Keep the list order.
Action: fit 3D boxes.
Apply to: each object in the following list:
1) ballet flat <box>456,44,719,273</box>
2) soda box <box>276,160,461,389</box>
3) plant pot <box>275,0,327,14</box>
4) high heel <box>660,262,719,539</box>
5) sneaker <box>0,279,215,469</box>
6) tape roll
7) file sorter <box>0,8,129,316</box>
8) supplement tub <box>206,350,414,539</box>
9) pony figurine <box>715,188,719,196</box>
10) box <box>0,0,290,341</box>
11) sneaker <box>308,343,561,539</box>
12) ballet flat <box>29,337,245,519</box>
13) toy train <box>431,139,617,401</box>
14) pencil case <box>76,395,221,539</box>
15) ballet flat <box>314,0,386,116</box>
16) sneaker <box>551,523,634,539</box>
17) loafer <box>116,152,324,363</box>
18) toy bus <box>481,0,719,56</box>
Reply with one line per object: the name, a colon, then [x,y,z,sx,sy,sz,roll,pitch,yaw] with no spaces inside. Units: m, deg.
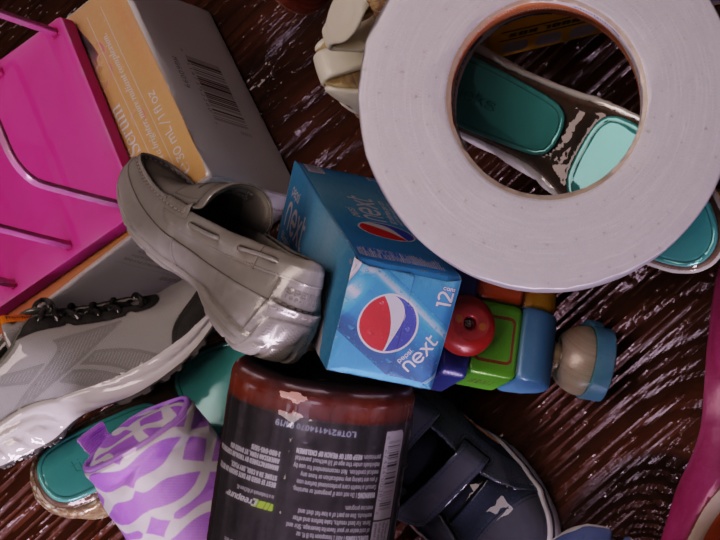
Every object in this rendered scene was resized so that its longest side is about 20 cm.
ballet flat: [0.120,-0.068,1.644,0.199,0.069,0.070,31,100,9]
soda box: [0.000,0.000,1.688,0.200,0.064,0.068,-120,43,-70]
plant pot: [0.031,-0.270,1.729,0.194,0.201,0.202,-13,76,21]
high heel: [0.199,0.081,1.646,0.096,0.067,0.201,36,96,40]
sneaker: [-0.166,0.045,1.783,0.199,0.074,0.080,-29,102,-6]
tape roll: [0.099,-0.089,1.575,0.199,0.066,0.202,0,89,4]
file sorter: [-0.257,-0.052,1.774,0.200,0.125,0.140,-33,67,23]
supplement tub: [-0.034,0.151,1.656,0.106,0.107,0.201,15,102,32]
pony figurine: [0.291,-0.071,1.566,0.199,0.166,0.194,27,111,25]
box: [-0.165,-0.057,1.856,0.200,0.106,0.153,-37,66,21]
sneaker: [0.029,0.103,1.721,0.200,0.079,0.079,46,105,20]
ballet flat: [-0.108,0.094,1.814,0.199,0.065,0.071,-22,73,-5]
toy train: [0.096,-0.026,1.698,0.085,0.115,0.201,144,135,-70]
pencil case: [-0.085,0.171,1.747,0.085,0.084,0.201,-11,110,59]
ballet flat: [0.007,-0.134,1.712,0.065,0.200,0.071,-11,66,-14]
sneaker: [0.165,0.225,1.576,0.199,0.115,0.081,29,123,10]
loafer: [-0.076,-0.020,1.677,0.200,0.070,0.070,43,112,46]
toy bus: [0.159,-0.179,1.664,0.199,0.078,0.065,-14,72,-6]
